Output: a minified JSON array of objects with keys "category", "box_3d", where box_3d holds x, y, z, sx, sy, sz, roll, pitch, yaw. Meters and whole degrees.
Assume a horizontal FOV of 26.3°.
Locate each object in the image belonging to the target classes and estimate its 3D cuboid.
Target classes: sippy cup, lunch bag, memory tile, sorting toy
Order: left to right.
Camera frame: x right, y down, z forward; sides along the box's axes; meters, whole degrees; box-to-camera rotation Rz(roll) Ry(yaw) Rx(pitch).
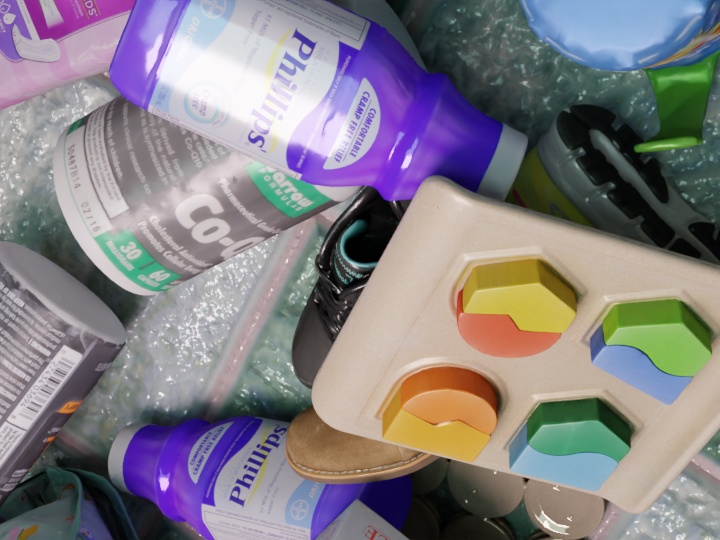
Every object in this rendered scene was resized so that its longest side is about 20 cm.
[{"category":"lunch bag","box_3d":[-0.186,0.230,0.991,0.122,0.200,0.171,-23,102,1]},{"category":"memory tile","box_3d":[0.079,0.102,0.929,0.153,0.017,0.201,13,113,18]},{"category":"sorting toy","box_3d":[0.093,0.050,0.781,0.199,0.037,0.185,19,134,-10]},{"category":"sippy cup","box_3d":[0.136,-0.156,0.754,0.178,0.130,0.140,45,118,2]}]

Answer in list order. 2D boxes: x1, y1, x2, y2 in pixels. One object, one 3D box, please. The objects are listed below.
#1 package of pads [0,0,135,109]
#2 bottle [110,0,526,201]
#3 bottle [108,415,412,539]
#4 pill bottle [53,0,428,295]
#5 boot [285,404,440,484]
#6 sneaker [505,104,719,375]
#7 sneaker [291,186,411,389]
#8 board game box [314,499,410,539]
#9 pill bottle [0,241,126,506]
[{"category":"package of pads","box_3d":[-0.166,-0.173,0.893,0.200,0.076,0.121,-13,104,32]},{"category":"bottle","box_3d":[-0.018,-0.085,0.754,0.200,0.065,0.084,25,113,-5]},{"category":"bottle","box_3d":[-0.068,0.133,0.961,0.200,0.084,0.065,8,140,33]},{"category":"pill bottle","box_3d":[-0.064,-0.074,0.867,0.200,0.113,0.113,-26,96,21]},{"category":"boot","box_3d":[0.037,0.063,0.870,0.200,0.074,0.076,-19,134,20]},{"category":"sneaker","box_3d":[0.152,0.007,0.842,0.200,0.078,0.090,53,132,0]},{"category":"sneaker","box_3d":[0.000,0.000,0.876,0.075,0.079,0.200,52,131,23]},{"category":"board game box","box_3d":[0.017,0.254,0.906,0.200,0.041,0.200,39,128,-5]},{"category":"pill bottle","box_3d":[-0.247,0.089,0.972,0.106,0.106,0.200,39,95,6]}]
